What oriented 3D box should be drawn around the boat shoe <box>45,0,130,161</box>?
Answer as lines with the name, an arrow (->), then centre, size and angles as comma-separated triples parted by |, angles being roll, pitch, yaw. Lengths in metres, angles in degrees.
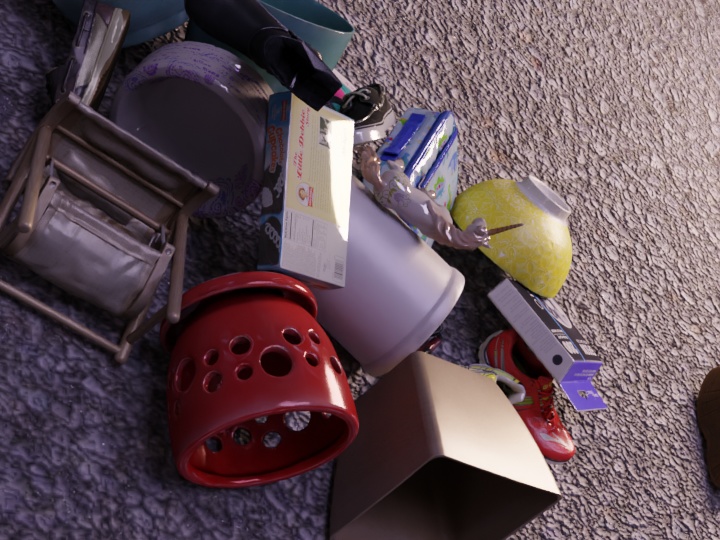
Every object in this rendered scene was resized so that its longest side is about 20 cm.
boat shoe -> -0.322, -0.209, 1.582 | 0.066, 0.072, 0.202 | 23, 83, -4

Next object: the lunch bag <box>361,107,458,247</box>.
lunch bag -> 0.069, -0.114, 1.866 | 0.200, 0.082, 0.162 | -57, 149, -47

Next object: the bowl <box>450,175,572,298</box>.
bowl -> 0.230, -0.068, 1.969 | 0.200, 0.108, 0.200 | 37, 15, -12

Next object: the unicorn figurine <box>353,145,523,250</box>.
unicorn figurine -> 0.078, -0.076, 1.695 | 0.199, 0.074, 0.137 | 20, 14, -15

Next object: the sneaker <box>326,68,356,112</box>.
sneaker -> -0.079, -0.229, 1.857 | 0.199, 0.083, 0.121 | 35, 36, -25

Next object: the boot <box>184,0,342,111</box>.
boot -> -0.110, -0.248, 1.527 | 0.164, 0.066, 0.200 | 28, 13, -19

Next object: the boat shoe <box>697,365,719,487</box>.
boat shoe -> 0.574, 0.249, 2.198 | 0.064, 0.071, 0.202 | 25, 58, -39

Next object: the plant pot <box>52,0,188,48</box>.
plant pot -> -0.279, -0.345, 1.671 | 0.200, 0.199, 0.135 | -47, 127, -48

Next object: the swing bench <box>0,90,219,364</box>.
swing bench -> -0.281, -0.046, 1.503 | 0.198, 0.129, 0.201 | 33, 46, -25

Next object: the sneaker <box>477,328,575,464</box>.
sneaker -> 0.234, 0.170, 1.899 | 0.077, 0.085, 0.201 | -30, 87, -48

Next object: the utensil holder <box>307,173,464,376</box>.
utensil holder -> 0.000, 0.000, 1.720 | 0.200, 0.170, 0.170 | 44, 42, -10

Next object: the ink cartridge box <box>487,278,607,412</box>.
ink cartridge box -> 0.272, 0.102, 1.930 | 0.201, 0.043, 0.198 | 54, 15, 16

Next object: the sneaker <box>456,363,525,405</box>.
sneaker -> 0.131, 0.150, 1.806 | 0.199, 0.076, 0.076 | -5, 96, -43

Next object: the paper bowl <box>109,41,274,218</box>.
paper bowl -> -0.181, -0.170, 1.625 | 0.201, 0.200, 0.105 | 45, 41, -13

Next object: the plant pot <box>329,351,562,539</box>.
plant pot -> 0.085, 0.217, 1.660 | 0.199, 0.200, 0.178 | 22, 40, -33

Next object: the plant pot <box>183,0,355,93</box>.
plant pot -> -0.129, -0.264, 1.735 | 0.199, 0.162, 0.201 | 23, 17, -7

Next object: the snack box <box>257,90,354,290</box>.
snack box -> -0.060, -0.088, 1.576 | 0.116, 0.037, 0.202 | 19, 71, -51

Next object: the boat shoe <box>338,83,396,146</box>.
boat shoe -> -0.002, -0.198, 1.789 | 0.200, 0.070, 0.064 | -59, 136, -72

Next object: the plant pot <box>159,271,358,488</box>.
plant pot -> -0.114, 0.114, 1.516 | 0.199, 0.200, 0.184 | 13, 51, -38

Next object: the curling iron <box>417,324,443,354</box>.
curling iron -> 0.049, 0.120, 1.800 | 0.049, 0.026, 0.200 | 35, 46, 8
